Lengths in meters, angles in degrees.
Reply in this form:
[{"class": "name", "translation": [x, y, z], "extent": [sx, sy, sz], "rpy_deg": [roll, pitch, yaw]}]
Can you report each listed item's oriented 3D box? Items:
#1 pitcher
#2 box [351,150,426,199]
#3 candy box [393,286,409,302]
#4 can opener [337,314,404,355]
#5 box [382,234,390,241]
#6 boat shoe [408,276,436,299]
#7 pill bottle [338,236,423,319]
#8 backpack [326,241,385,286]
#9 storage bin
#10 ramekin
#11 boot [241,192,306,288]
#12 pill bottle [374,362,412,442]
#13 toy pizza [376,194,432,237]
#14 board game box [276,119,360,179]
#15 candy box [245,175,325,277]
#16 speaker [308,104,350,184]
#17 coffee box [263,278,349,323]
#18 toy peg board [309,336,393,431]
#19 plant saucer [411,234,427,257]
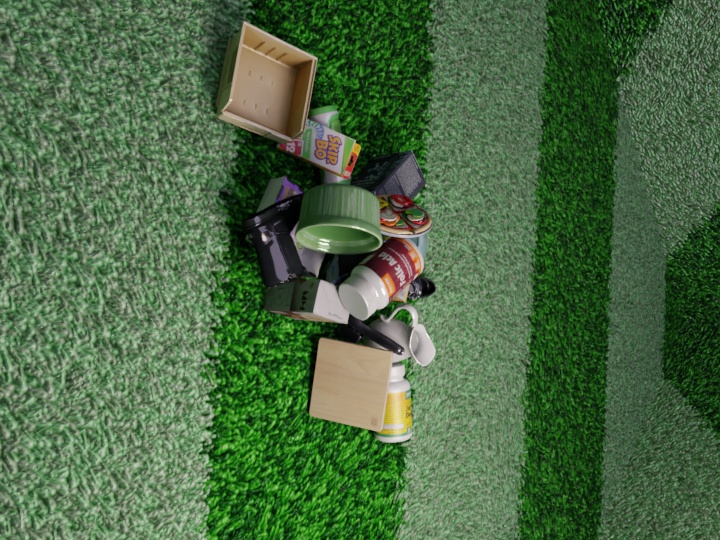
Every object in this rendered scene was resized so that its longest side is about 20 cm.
[{"class": "pitcher", "translation": [0.094, 0.169, 1.739], "extent": [0.120, 0.197, 0.176], "rpy_deg": [-26, 107, -41]}, {"class": "box", "translation": [0.060, -0.223, 1.742], "extent": [0.201, 0.146, 0.109], "rpy_deg": [-49, 122, -33]}, {"class": "candy box", "translation": [0.092, -0.017, 1.794], "extent": [0.056, 0.115, 0.206], "rpy_deg": [26, 72, -45]}, {"class": "can opener", "translation": [0.033, 0.175, 1.692], "extent": [0.063, 0.196, 0.081], "rpy_deg": [18, 94, -65]}, {"class": "box", "translation": [0.064, -0.116, 1.585], "extent": [0.197, 0.074, 0.052], "rpy_deg": [-23, 124, -42]}, {"class": "boat shoe", "translation": [0.152, 0.048, 1.894], "extent": [0.197, 0.061, 0.077], "rpy_deg": [4, 89, -44]}, {"class": "pill bottle", "translation": [0.047, 0.015, 1.470], "extent": [0.199, 0.113, 0.116], "rpy_deg": [-40, 117, -32]}, {"class": "backpack", "translation": [0.000, 0.000, 1.640], "extent": [0.178, 0.200, 0.151], "rpy_deg": [7, 66, -20]}, {"class": "storage bin", "translation": [-0.220, -0.427, 1.479], "extent": [0.196, 0.093, 0.205], "rpy_deg": [15, 79, -34]}, {"class": "ramekin", "translation": [-0.045, -0.113, 1.409], "extent": [0.197, 0.197, 0.101], "rpy_deg": [19, 68, -42]}, {"class": "boot", "translation": [-0.167, -0.071, 1.464], "extent": [0.198, 0.075, 0.172], "rpy_deg": [-32, 109, -35]}, {"class": "pill bottle", "translation": [0.088, 0.368, 1.793], "extent": [0.111, 0.111, 0.207], "rpy_deg": [-4, 93, -44]}, {"class": "toy pizza", "translation": [0.082, -0.142, 1.543], "extent": [0.198, 0.198, 0.032], "rpy_deg": [-22, 135, -42]}, {"class": "board game box", "translation": [-0.102, -0.309, 1.578], "extent": [0.196, 0.030, 0.098], "rpy_deg": [23, 81, -5]}, {"class": "candy box", "translation": [-0.165, -0.102, 1.570], "extent": [0.199, 0.070, 0.172], "rpy_deg": [36, 65, -38]}, {"class": "speaker", "translation": [-0.080, -0.317, 1.646], "extent": [0.087, 0.087, 0.206], "rpy_deg": [-22, 105, -42]}, {"class": "coffee box", "translation": [-0.127, 0.072, 1.517], "extent": [0.113, 0.197, 0.082], "rpy_deg": [23, 75, -42]}, {"class": "toy peg board", "translation": [-0.016, 0.287, 1.653], "extent": [0.098, 0.194, 0.206], "rpy_deg": [-7, 106, -75]}, {"class": "plant saucer", "translation": [0.086, -0.079, 1.746], "extent": [0.027, 0.194, 0.206], "rpy_deg": [57, 45, -71]}]
